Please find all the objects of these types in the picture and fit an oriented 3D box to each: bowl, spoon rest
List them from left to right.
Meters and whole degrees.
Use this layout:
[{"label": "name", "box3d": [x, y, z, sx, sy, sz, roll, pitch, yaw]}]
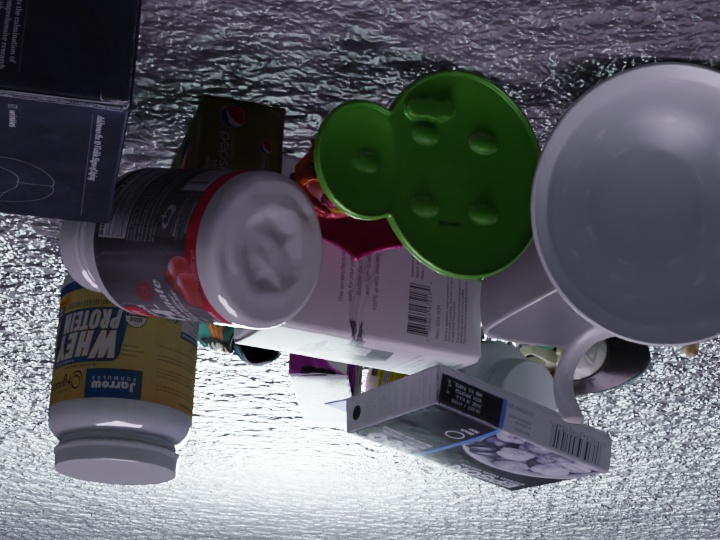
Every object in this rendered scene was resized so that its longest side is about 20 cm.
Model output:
[{"label": "bowl", "box3d": [0.208, -0.007, 1.310, 0.199, 0.075, 0.199, -31, 155, 32]}, {"label": "spoon rest", "box3d": [0.244, 0.052, 1.331, 0.200, 0.061, 0.099, -39, 156, 17]}, {"label": "bowl", "box3d": [0.217, -0.048, 1.138, 0.199, 0.203, 0.090, 3, -179, -3]}]

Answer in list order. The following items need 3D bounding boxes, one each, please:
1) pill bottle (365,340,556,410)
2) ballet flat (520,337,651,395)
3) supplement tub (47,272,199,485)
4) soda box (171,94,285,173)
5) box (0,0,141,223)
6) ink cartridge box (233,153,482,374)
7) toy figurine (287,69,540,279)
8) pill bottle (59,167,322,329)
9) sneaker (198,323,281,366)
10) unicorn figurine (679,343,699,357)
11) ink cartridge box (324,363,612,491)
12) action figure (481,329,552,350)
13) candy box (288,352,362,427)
[{"label": "pill bottle", "box3d": [0.102, 0.125, 1.568, 0.109, 0.110, 0.199, 17, 170, -36]}, {"label": "ballet flat", "box3d": [0.219, 0.103, 1.704, 0.199, 0.069, 0.068, -14, 146, 37]}, {"label": "supplement tub", "box3d": [-0.236, 0.103, 1.549, 0.143, 0.202, 0.145, 2, 160, 1]}, {"label": "soda box", "box3d": [-0.116, -0.069, 1.260, 0.067, 0.065, 0.200, 8, 160, -15]}, {"label": "box", "box3d": [-0.249, -0.129, 1.018, 0.195, 0.125, 0.200, 8, 159, -11]}, {"label": "ink cartridge box", "box3d": [0.000, 0.000, 1.317, 0.198, 0.147, 0.084, 12, 160, -25]}, {"label": "toy figurine", "box3d": [0.006, -0.061, 1.170, 0.198, 0.152, 0.183, 4, 171, -32]}, {"label": "pill bottle", "box3d": [-0.131, -0.019, 1.136, 0.199, 0.112, 0.110, 5, 167, 45]}, {"label": "sneaker", "box3d": [-0.124, 0.064, 1.603, 0.071, 0.081, 0.200, 11, 159, -23]}, {"label": "unicorn figurine", "box3d": [0.324, 0.026, 1.428, 0.199, 0.074, 0.137, -21, -177, 26]}, {"label": "ink cartridge box", "box3d": [0.092, 0.152, 1.420, 0.197, 0.044, 0.199, 23, 156, -26]}, {"label": "action figure", "box3d": [0.159, 0.045, 1.572, 0.117, 0.055, 0.200, 7, 156, -4]}, {"label": "candy box", "box3d": [-0.030, 0.065, 1.515, 0.060, 0.138, 0.200, 2, 161, 3]}]
